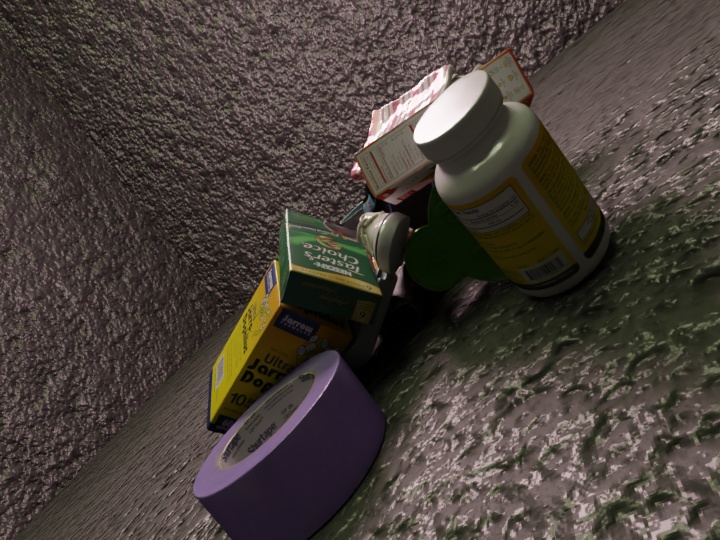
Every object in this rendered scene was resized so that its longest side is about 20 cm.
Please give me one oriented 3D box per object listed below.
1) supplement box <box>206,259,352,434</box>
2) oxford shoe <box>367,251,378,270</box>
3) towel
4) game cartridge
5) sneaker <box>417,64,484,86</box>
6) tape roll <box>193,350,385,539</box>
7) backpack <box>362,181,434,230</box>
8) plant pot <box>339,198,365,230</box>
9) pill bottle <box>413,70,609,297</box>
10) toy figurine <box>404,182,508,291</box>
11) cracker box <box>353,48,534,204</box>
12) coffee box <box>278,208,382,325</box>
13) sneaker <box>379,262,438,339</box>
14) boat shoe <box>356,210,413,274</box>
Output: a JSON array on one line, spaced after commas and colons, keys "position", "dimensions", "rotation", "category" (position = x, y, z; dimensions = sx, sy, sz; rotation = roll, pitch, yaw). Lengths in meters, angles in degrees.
[{"position": [-0.110, 0.113, 0.712], "dimensions": [0.203, 0.106, 0.110], "rotation": [-57, 26, 19], "category": "supplement box"}, {"position": [0.000, 0.000, 0.903], "dimensions": [0.070, 0.074, 0.201], "rotation": [-13, 23, -8], "category": "oxford shoe"}, {"position": [0.063, -0.238, 0.886], "dimensions": [0.197, 0.029, 0.150], "rotation": [-19, 46, 53], "category": "towel"}, {"position": [-0.027, 0.077, 0.765], "dimensions": [0.198, 0.041, 0.137], "rotation": [-19, 49, 59], "category": "game cartridge"}, {"position": [0.137, -0.293, 0.927], "dimensions": [0.081, 0.089, 0.198], "rotation": [-45, 10, -34], "category": "sneaker"}, {"position": [-0.073, 0.185, 0.570], "dimensions": [0.198, 0.086, 0.200], "rotation": [-40, 8, 7], "category": "tape roll"}, {"position": [0.078, -0.084, 0.902], "dimensions": [0.130, 0.189, 0.200], "rotation": [-21, 10, -6], "category": "backpack"}, {"position": [0.063, -0.124, 1.331], "dimensions": [0.198, 0.136, 0.201], "rotation": [-38, 9, 7], "category": "plant pot"}, {"position": [0.141, -0.079, 0.516], "dimensions": [0.111, 0.200, 0.114], "rotation": [-36, 26, 21], "category": "pill bottle"}, {"position": [0.160, -0.077, 0.714], "dimensions": [0.199, 0.151, 0.184], "rotation": [-40, 2, 29], "category": "toy figurine"}, {"position": [0.098, -0.155, 0.632], "dimensions": [0.196, 0.059, 0.134], "rotation": [-31, -4, 14], "category": "cracker box"}, {"position": [-0.045, -0.011, 0.703], "dimensions": [0.202, 0.119, 0.045], "rotation": [-106, 35, -63], "category": "coffee box"}, {"position": [0.094, 0.021, 0.763], "dimensions": [0.199, 0.075, 0.106], "rotation": [-41, 20, 0], "category": "sneaker"}, {"position": [0.026, -0.043, 0.695], "dimensions": [0.200, 0.067, 0.074], "rotation": [-21, -51, -80], "category": "boat shoe"}]
